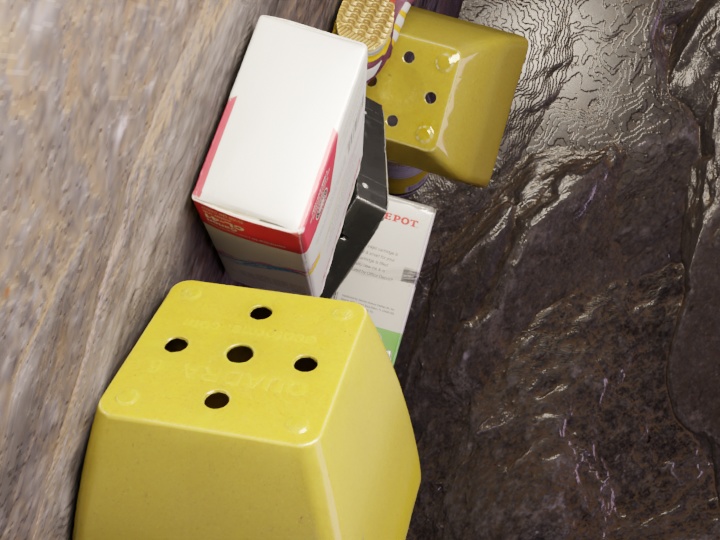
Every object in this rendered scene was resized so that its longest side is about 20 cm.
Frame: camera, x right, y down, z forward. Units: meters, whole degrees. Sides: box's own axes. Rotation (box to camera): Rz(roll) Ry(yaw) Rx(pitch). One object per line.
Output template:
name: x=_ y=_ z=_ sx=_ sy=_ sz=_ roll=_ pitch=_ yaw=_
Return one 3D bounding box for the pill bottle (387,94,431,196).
pill bottle: x=0.057 y=-0.194 z=1.504 sx=0.200 sy=0.111 sz=0.113 roll=92 pitch=15 yaw=-71

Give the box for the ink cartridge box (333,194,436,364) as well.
ink cartridge box: x=0.000 y=0.000 z=1.277 sx=0.084 sy=0.144 sz=0.202 roll=-51 pitch=156 yaw=-81

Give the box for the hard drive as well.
hard drive: x=-0.022 y=-0.066 z=0.988 sx=0.140 sy=0.038 sz=0.201 roll=-56 pitch=-160 yaw=30

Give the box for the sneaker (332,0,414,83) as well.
sneaker: x=0.014 y=-0.268 z=1.066 sx=0.090 sy=0.074 sz=0.201 roll=113 pitch=3 yaw=-55

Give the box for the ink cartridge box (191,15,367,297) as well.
ink cartridge box: x=-0.053 y=-0.073 z=0.777 sx=0.200 sy=0.085 sz=0.149 roll=96 pitch=11 yaw=-74

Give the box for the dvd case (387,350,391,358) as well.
dvd case: x=-0.038 y=0.107 z=1.178 sx=0.200 sy=0.147 sz=0.016 roll=84 pitch=9 yaw=-78

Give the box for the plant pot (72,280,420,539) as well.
plant pot: x=-0.071 y=0.121 z=0.671 sx=0.201 sy=0.198 sz=0.178 roll=-67 pitch=161 yaw=-54

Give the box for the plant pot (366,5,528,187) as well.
plant pot: x=0.072 y=-0.214 z=1.229 sx=0.200 sy=0.192 sz=0.197 roll=-23 pitch=129 yaw=-72
